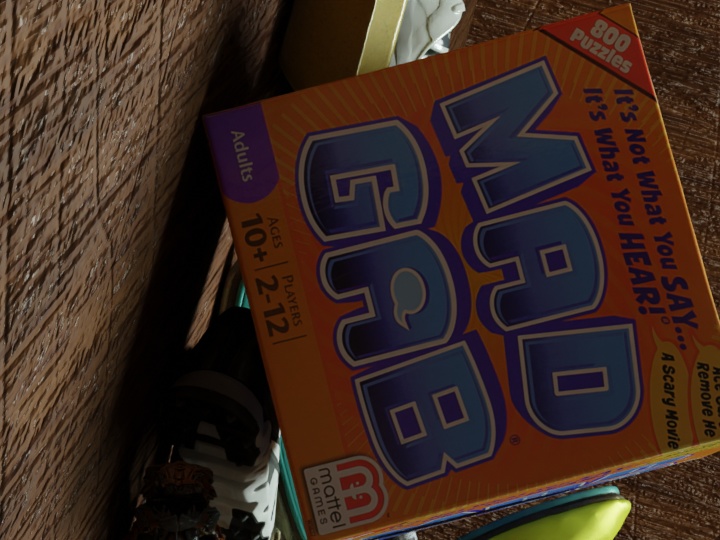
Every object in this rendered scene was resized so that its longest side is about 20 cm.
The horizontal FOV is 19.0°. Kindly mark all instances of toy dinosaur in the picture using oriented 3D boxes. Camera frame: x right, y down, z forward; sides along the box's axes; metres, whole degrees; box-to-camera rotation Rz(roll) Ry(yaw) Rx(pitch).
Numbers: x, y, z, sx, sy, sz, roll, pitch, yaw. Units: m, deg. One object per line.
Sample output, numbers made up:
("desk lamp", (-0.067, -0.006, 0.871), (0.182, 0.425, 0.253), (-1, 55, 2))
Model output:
("toy dinosaur", (-0.090, 0.181, 1.081), (0.200, 0.102, 0.136), (69, 14, -47))

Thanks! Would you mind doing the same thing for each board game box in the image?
("board game box", (0.053, 0.014, 1.033), (0.200, 0.200, 0.200), (67, 8, -81))

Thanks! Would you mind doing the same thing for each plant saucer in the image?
("plant saucer", (0.002, -0.177, 1.210), (0.200, 0.048, 0.200), (-45, 150, -84))

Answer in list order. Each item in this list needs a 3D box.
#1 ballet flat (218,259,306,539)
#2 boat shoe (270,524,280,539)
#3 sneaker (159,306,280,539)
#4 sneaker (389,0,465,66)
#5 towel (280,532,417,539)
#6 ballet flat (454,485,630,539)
("ballet flat", (-0.050, 0.074, 1.240), (0.062, 0.067, 0.200), (22, -54, 62))
("boat shoe", (-0.086, 0.212, 1.243), (0.065, 0.072, 0.200), (53, 39, -45))
("sneaker", (-0.068, 0.090, 1.155), (0.200, 0.066, 0.091), (97, 12, -54))
("sneaker", (0.033, -0.191, 1.373), (0.076, 0.080, 0.200), (33, 72, -85))
("towel", (-0.041, 0.205, 1.445), (0.166, 0.086, 0.200), (-124, -141, -50))
("ballet flat", (0.039, 0.158, 1.015), (0.067, 0.200, 0.067), (101, -26, -69))
